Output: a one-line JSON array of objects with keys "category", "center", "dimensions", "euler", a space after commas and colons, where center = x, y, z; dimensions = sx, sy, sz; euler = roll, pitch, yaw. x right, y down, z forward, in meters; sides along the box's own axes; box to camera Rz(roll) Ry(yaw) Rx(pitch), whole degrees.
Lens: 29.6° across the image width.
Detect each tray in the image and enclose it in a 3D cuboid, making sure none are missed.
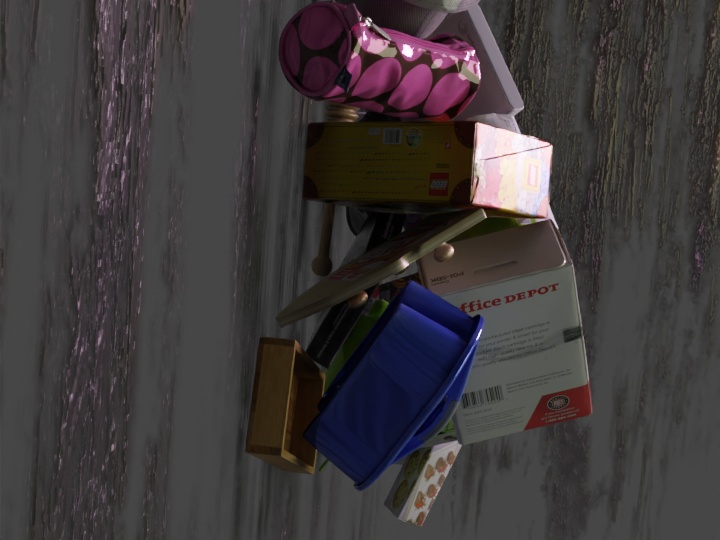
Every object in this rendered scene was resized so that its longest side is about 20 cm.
[{"category": "tray", "center": [-0.067, 0.129, 1.253], "dimensions": [0.200, 0.037, 0.100], "euler": [68, 28, -76]}]

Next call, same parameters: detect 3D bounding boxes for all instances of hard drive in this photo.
[{"category": "hard drive", "center": [0.087, -0.189, 1.528], "dimensions": [0.200, 0.026, 0.133], "euler": [-36, -108, 45]}]

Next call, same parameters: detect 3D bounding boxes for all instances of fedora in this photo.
[{"category": "fedora", "center": [0.025, -0.291, 1.284], "dimensions": [0.176, 0.201, 0.091], "euler": [-15, 150, -41]}]

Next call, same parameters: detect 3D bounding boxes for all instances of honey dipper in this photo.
[{"category": "honey dipper", "center": [-0.030, -0.095, 1.417], "dimensions": [0.038, 0.037, 0.203], "euler": [-16, 115, -82]}]

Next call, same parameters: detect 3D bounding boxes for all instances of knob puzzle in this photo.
[{"category": "knob puzzle", "center": [0.013, 0.006, 1.263], "dimensions": [0.031, 0.218, 0.220], "euler": [61, 13, -7]}]

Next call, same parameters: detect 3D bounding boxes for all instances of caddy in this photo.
[{"category": "caddy", "center": [0.037, 0.109, 1.246], "dimensions": [0.201, 0.105, 0.142], "euler": [-53, -178, 21]}]

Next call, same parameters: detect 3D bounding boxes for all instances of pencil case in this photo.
[{"category": "pencil case", "center": [0.025, -0.182, 1.197], "dimensions": [0.199, 0.094, 0.091], "euler": [0, 51, -51]}]

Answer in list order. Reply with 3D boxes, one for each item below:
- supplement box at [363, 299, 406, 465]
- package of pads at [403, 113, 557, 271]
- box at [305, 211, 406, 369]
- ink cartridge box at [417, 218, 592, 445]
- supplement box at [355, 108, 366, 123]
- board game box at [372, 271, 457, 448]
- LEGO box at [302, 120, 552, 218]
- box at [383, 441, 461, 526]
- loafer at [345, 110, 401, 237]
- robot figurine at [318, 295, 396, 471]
[{"category": "supplement box", "center": [0.026, 0.131, 1.684], "dimensions": [0.110, 0.107, 0.203], "euler": [76, 21, -74]}, {"category": "package of pads", "center": [0.124, -0.055, 1.470], "dimensions": [0.200, 0.067, 0.156], "euler": [-55, -135, 49]}, {"category": "box", "center": [0.000, 0.000, 1.481], "dimensions": [0.144, 0.036, 0.200], "euler": [-60, -174, 26]}, {"category": "ink cartridge box", "center": [0.145, 0.063, 1.363], "dimensions": [0.083, 0.145, 0.202], "euler": [-101, 177, -53]}, {"category": "supplement box", "center": [0.033, -0.162, 1.747], "dimensions": [0.200, 0.060, 0.110], "euler": [-64, 158, -72]}, {"category": "board game box", "center": [0.072, 0.102, 1.573], "dimensions": [0.034, 0.125, 0.203], "euler": [21, 60, -45]}, {"category": "LEGO box", "center": [0.065, -0.097, 1.332], "dimensions": [0.148, 0.198, 0.078], "euler": [6, 88, -54]}, {"category": "box", "center": [0.092, 0.197, 1.578], "dimensions": [0.041, 0.038, 0.202], "euler": [33, -82, 57]}, {"category": "loafer", "center": [0.000, -0.103, 1.567], "dimensions": [0.072, 0.073, 0.201], "euler": [-35, 151, -28]}, {"category": "robot figurine", "center": [0.015, 0.130, 1.491], "dimensions": [0.175, 0.115, 0.202], "euler": [-13, -133, 60]}]
